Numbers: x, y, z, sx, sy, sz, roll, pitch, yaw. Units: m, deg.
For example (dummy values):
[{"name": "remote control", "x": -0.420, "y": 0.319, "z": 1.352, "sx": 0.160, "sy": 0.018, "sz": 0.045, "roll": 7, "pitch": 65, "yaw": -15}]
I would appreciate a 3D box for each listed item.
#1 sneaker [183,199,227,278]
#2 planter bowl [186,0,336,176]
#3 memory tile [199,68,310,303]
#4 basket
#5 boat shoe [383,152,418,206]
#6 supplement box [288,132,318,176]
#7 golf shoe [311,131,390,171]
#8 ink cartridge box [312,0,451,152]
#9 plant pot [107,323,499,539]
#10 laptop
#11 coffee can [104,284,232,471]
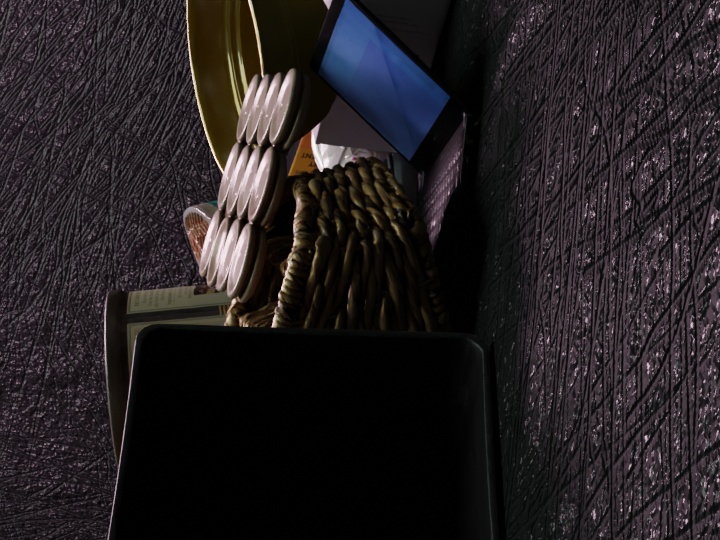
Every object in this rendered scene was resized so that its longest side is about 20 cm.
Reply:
[{"name": "sneaker", "x": -0.073, "y": -0.030, "z": 1.420, "sx": 0.199, "sy": 0.079, "sz": 0.072, "roll": 2, "pitch": 112, "yaw": 63}, {"name": "planter bowl", "x": -0.068, "y": -0.166, "z": 1.407, "sx": 0.200, "sy": 0.083, "sz": 0.203, "roll": 170, "pitch": 90, "yaw": -71}, {"name": "memory tile", "x": -0.073, "y": -0.058, "z": 1.220, "sx": 0.200, "sy": 0.017, "sz": 0.155, "roll": -157, "pitch": 83, "yaw": -77}, {"name": "basket", "x": -0.037, "y": 0.012, "z": 1.156, "sx": 0.200, "sy": 0.148, "sz": 0.144, "roll": -138, "pitch": 32, "yaw": -77}, {"name": "boat shoe", "x": 0.000, "y": 0.000, "z": 1.408, "sx": 0.072, "sy": 0.070, "sz": 0.202, "roll": -94, "pitch": 14, "yaw": -63}, {"name": "supplement box", "x": -0.044, "y": -0.024, "z": 1.629, "sx": 0.069, "sy": 0.066, "sz": 0.202, "roll": 68, "pitch": -145, "yaw": -60}, {"name": "golf shoe", "x": 0.001, "y": -0.083, "z": 1.565, "sx": 0.091, "sy": 0.075, "sz": 0.202, "roll": 141, "pitch": 130, "yaw": -67}, {"name": "ink cartridge box", "x": 0.018, "y": -0.214, "z": 1.451, "sx": 0.201, "sy": 0.083, "sz": 0.146, "roll": 107, "pitch": 167, "yaw": -53}, {"name": "plant pot", "x": -0.032, "y": 0.165, "z": 1.002, "sx": 0.201, "sy": 0.198, "sz": 0.179, "roll": -90, "pitch": 3, "yaw": -48}, {"name": "laptop", "x": 0.012, "y": -0.063, "z": 1.235, "sx": 0.177, "sy": 0.102, "sz": 0.202, "roll": 124, "pitch": 153, "yaw": -77}, {"name": "coffee can", "x": -0.080, "y": 0.080, "z": 1.330, "sx": 0.146, "sy": 0.198, "sz": 0.148, "roll": 175, "pitch": 90, "yaw": -88}]
